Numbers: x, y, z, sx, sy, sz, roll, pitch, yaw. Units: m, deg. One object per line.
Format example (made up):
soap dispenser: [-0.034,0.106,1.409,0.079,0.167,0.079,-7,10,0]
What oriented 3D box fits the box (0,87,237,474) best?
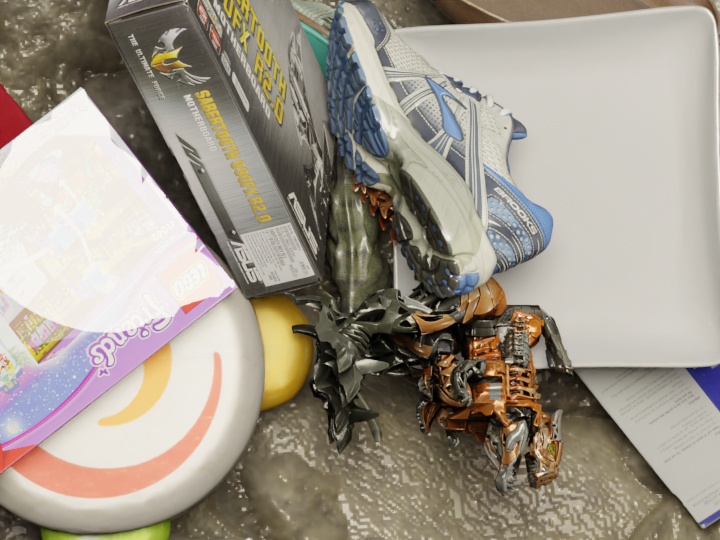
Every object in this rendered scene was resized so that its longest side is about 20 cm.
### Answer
box: [-0.185,0.017,1.425,0.200,0.039,0.137,-38,92,-6]

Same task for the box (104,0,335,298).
box: [-0.070,-0.110,1.461,0.048,0.200,0.158,-13,38,15]

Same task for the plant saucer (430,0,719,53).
plant saucer: [0.118,-0.166,1.613,0.200,0.032,0.200,13,29,-8]

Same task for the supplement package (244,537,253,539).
supplement package: [-0.030,0.264,1.477,0.200,0.117,0.117,42,74,9]

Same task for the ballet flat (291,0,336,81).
ballet flat: [0.009,-0.117,1.619,0.200,0.069,0.071,32,47,22]

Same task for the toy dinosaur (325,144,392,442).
toy dinosaur: [0.000,0.000,1.571,0.047,0.088,0.200,-3,87,3]

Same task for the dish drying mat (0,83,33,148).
dish drying mat: [-0.218,-0.061,1.538,0.077,0.200,0.018,-32,118,-7]

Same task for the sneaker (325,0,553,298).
sneaker: [0.043,-0.072,1.492,0.085,0.077,0.200,-14,59,-21]

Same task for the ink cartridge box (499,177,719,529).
ink cartridge box: [0.179,0.045,1.563,0.099,0.039,0.200,-35,98,18]

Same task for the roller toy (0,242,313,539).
roller toy: [-0.144,0.058,1.518,0.182,0.140,0.200,40,84,2]

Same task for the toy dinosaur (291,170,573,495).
toy dinosaur: [0.039,0.038,1.490,0.136,0.102,0.200,-20,47,-11]

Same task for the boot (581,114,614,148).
boot: [0.125,-0.065,1.583,0.200,0.131,0.068,-28,77,-12]

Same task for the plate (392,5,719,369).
plate: [0.113,-0.043,1.514,0.200,0.032,0.200,-3,90,23]
